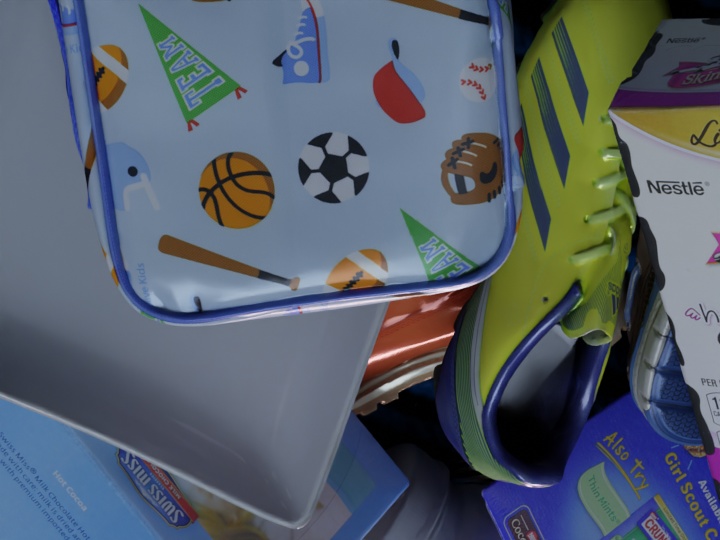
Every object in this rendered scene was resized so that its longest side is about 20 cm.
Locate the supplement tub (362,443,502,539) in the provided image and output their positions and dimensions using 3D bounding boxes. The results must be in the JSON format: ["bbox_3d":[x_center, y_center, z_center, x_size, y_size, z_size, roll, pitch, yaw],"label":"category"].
[{"bbox_3d":[0.060,0.186,1.247,0.200,0.140,0.140,40,130,-12],"label":"supplement tub"}]

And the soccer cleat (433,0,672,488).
[{"bbox_3d":[0.082,-0.014,1.030,0.065,0.084,0.201,10,106,-25],"label":"soccer cleat"}]

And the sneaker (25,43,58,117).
[{"bbox_3d":[-0.203,-0.057,1.048,0.088,0.081,0.200,34,124,-29],"label":"sneaker"}]

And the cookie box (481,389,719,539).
[{"bbox_3d":[0.176,0.114,1.131,0.200,0.171,0.075,-35,151,18],"label":"cookie box"}]

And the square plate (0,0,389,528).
[{"bbox_3d":[-0.070,-0.033,1.004,0.200,0.198,0.028,26,168,-28],"label":"square plate"}]

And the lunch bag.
[{"bbox_3d":[-0.029,-0.084,0.939,0.160,0.076,0.200,-7,99,4],"label":"lunch bag"}]

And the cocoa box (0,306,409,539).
[{"bbox_3d":[-0.108,0.065,1.077,0.200,0.133,0.131,51,130,-5],"label":"cocoa box"}]

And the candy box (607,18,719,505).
[{"bbox_3d":[0.179,0.009,0.973,0.136,0.061,0.200,1,127,30],"label":"candy box"}]

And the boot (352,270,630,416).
[{"bbox_3d":[0.000,0.000,1.121,0.200,0.075,0.107,-18,130,15],"label":"boot"}]

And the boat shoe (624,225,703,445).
[{"bbox_3d":[0.141,-0.036,1.057,0.072,0.072,0.200,12,114,-23],"label":"boat shoe"}]
